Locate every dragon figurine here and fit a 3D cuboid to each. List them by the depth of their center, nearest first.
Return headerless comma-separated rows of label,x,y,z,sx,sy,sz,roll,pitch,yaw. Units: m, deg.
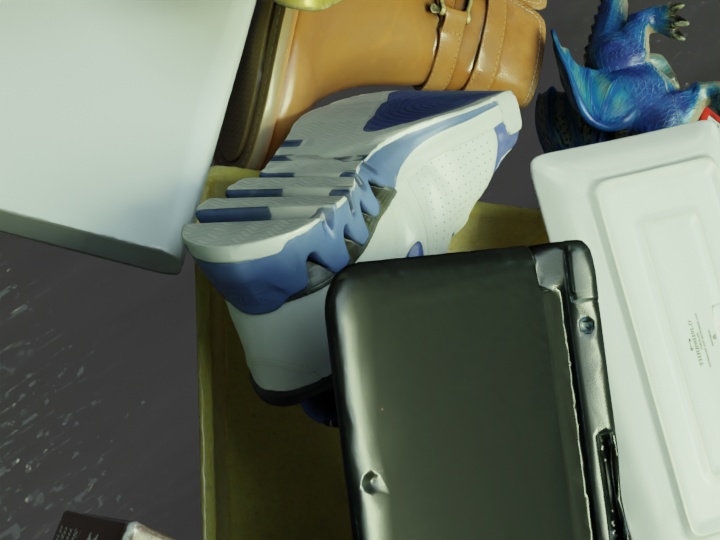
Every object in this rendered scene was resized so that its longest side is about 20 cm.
dragon figurine,0.120,-0.086,0.944,0.099,0.059,0.201,-16,58,-14

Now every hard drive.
hard drive,-0.117,-0.106,0.837,0.131,0.026,0.201,14,66,-1

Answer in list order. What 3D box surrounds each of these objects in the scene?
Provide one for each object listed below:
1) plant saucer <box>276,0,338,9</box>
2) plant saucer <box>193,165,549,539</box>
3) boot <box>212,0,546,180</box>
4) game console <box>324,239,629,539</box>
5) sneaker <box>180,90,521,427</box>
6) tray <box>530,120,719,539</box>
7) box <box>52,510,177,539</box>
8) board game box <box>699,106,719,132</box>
plant saucer,-0.030,-0.207,0.847,0.199,0.049,0.199,35,43,24
plant saucer,0.008,0.065,0.865,0.199,0.048,0.202,7,72,-28
boot,0.016,-0.107,0.915,0.154,0.074,0.201,25,65,-25
game console,0.044,0.095,0.760,0.115,0.176,0.202,-7,88,-7
sneaker,0.000,0.000,0.812,0.199,0.080,0.116,-40,126,-50
tray,0.150,0.034,0.861,0.107,0.022,0.202,-13,85,-27
box,-0.018,0.161,0.610,0.199,0.075,0.101,29,76,-23
board game box,0.199,0.034,0.961,0.151,0.046,0.201,35,46,-16
